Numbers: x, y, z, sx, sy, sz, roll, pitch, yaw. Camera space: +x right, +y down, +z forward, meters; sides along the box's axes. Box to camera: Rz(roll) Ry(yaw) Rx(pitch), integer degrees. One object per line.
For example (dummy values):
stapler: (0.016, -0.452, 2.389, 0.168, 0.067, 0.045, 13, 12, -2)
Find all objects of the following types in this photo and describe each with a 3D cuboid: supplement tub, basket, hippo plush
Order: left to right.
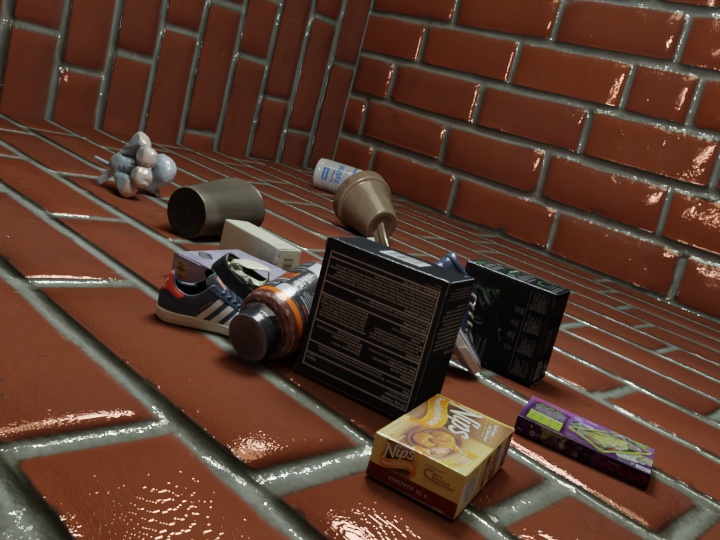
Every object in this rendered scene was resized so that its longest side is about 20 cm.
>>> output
hippo plush: (-0.576, -0.248, 1.967, 0.196, 0.163, 0.160, -24, -26, 22)
basket: (-0.347, -0.143, 1.736, 0.176, 0.140, 0.199, 16, 15, 20)
supplement tub: (-0.110, 0.063, 1.112, 0.105, 0.110, 0.199, 20, 27, 23)
supplement tub: (-0.094, -0.396, 3.207, 0.195, 0.136, 0.132, 18, 12, 12)

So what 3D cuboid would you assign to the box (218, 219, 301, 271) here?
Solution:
box: (-0.213, -0.038, 1.549, 0.067, 0.084, 0.198, 3, 19, -45)

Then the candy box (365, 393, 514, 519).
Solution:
candy box: (0.101, 0.214, 0.886, 0.113, 0.057, 0.199, 21, 12, 24)

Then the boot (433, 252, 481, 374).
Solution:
boot: (0.175, 0.073, 1.283, 0.089, 0.203, 0.073, -32, 7, -8)

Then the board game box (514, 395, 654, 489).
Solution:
board game box: (0.334, 0.251, 1.101, 0.196, 0.033, 0.119, 22, 17, 22)

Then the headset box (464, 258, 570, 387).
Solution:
headset box: (0.264, 0.089, 1.379, 0.196, 0.179, 0.092, 20, 13, 28)

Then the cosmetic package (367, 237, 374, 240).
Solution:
cosmetic package: (0.000, 0.000, 1.566, 0.085, 0.107, 0.200, -7, 11, 1)

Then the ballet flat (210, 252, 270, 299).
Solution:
ballet flat: (-0.153, 0.033, 1.221, 0.197, 0.074, 0.073, 31, 9, -12)

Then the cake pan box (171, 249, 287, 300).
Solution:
cake pan box: (-0.220, 0.015, 1.375, 0.196, 0.054, 0.183, 22, 15, 27)

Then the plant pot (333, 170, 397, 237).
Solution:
plant pot: (0.032, -0.188, 2.355, 0.196, 0.204, 0.176, 8, 30, -34)

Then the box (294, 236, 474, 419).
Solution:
box: (0.033, 0.077, 1.063, 0.196, 0.204, 0.122, 21, 11, 24)

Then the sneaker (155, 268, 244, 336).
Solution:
sneaker: (-0.212, 0.048, 1.146, 0.195, 0.087, 0.075, 12, 12, -21)

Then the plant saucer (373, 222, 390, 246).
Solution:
plant saucer: (0.062, 0.003, 1.530, 0.029, 0.205, 0.200, -16, 11, 4)
